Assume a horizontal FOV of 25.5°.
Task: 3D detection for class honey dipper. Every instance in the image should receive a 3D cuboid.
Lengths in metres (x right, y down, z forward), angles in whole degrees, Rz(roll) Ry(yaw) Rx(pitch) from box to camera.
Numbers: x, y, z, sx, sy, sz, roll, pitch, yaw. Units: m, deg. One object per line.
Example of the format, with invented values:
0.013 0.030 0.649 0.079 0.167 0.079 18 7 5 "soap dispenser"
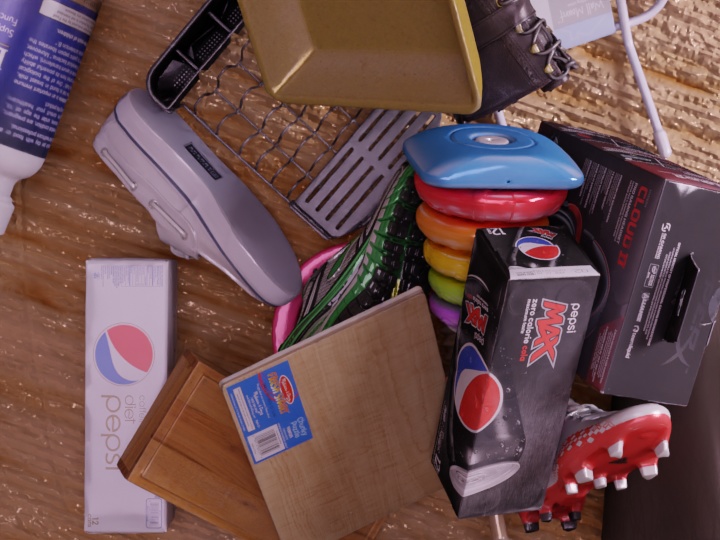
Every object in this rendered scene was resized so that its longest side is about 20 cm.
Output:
0.091 0.118 1.176 0.037 0.038 0.203 -11 90 0 "honey dipper"

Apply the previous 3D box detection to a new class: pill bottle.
-0.272 -0.136 1.165 0.114 0.116 0.202 20 91 0 "pill bottle"

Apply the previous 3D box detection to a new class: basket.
0.247 0.127 1.158 0.135 0.180 0.203 4 82 -33 "basket"

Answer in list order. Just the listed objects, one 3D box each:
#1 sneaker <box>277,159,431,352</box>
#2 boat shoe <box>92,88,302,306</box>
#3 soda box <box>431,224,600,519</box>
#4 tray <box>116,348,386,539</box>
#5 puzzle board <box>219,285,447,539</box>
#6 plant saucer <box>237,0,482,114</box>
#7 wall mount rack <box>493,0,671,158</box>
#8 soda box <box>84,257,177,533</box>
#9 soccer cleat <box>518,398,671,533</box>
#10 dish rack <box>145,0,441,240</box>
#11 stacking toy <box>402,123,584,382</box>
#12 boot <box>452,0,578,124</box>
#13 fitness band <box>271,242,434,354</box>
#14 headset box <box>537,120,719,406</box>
0.000 0.000 1.156 0.085 0.078 0.201 15 68 41 "sneaker"
-0.123 -0.043 1.193 0.065 0.073 0.201 -44 77 24 "boat shoe"
0.101 0.071 1.079 0.070 0.064 0.202 -3 123 -18 "soda box"
-0.069 0.149 1.169 0.199 0.037 0.099 32 91 -27 "tray"
-0.007 0.110 1.115 0.149 0.017 0.201 -24 134 -8 "puzzle board"
-0.007 -0.210 1.075 0.048 0.198 0.202 -41 125 -37 "plant saucer"
0.152 -0.156 1.191 0.198 0.075 0.175 -17 121 1 "wall mount rack"
-0.171 0.092 1.193 0.063 0.068 0.203 1 91 0 "soda box"
0.157 0.122 1.132 0.068 0.200 0.086 0 64 -17 "soccer cleat"
-0.042 -0.129 1.197 0.200 0.055 0.154 41 91 -1 "dish rack"
0.086 0.005 1.116 0.114 0.110 0.203 0 109 -8 "stacking toy"
0.092 -0.202 1.079 0.175 0.199 0.069 53 50 -4 "boot"
0.028 0.062 1.209 0.198 0.037 0.145 25 91 -2 "fitness band"
0.179 -0.006 1.103 0.074 0.200 0.150 9 104 -24 "headset box"
